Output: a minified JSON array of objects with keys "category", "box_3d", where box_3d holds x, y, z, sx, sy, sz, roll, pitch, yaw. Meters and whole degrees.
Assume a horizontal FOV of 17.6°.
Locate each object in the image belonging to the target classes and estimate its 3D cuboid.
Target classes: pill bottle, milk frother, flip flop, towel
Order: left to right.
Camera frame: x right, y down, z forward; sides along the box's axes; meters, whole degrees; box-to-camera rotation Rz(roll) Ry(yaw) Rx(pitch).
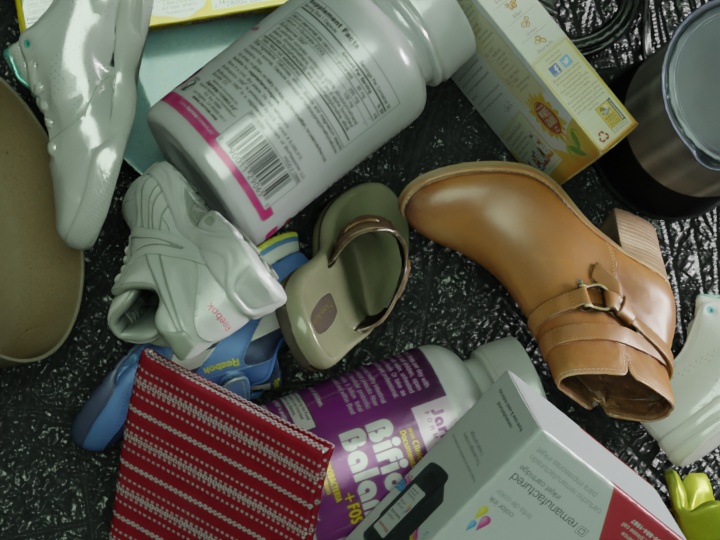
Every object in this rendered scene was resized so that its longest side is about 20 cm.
[{"category":"towel","box_3d":[-0.093,0.158,1.474,0.144,0.201,0.022,25,35,19]},{"category":"pill bottle","box_3d":[-0.029,-0.117,1.509,0.200,0.113,0.114,-38,89,-11]},{"category":"flip flop","box_3d":[0.000,0.000,1.513,0.057,0.200,0.081,-25,102,26]},{"category":"pill bottle","box_3d":[0.022,0.115,1.529,0.199,0.112,0.113,-21,86,-9]},{"category":"milk frother","box_3d":[0.198,-0.145,1.543,0.199,0.188,0.182,16,80,-6]}]

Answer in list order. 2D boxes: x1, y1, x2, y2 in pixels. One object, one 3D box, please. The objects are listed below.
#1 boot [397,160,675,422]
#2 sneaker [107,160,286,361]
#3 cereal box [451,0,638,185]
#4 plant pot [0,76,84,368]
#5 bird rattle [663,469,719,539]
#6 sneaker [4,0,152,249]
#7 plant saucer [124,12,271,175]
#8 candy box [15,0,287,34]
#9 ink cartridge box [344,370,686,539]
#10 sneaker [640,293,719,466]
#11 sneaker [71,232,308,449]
[{"category":"boot","box_3d":[0.121,0.015,1.532,0.199,0.074,0.155,12,48,-15]},{"category":"sneaker","box_3d":[-0.126,-0.003,1.464,0.099,0.200,0.078,-39,116,-6]},{"category":"cereal box","box_3d":[0.091,-0.150,1.553,0.039,0.144,0.200,-38,90,-13]},{"category":"plant pot","box_3d":[-0.287,-0.022,1.484,0.134,0.200,0.202,-17,85,25]},{"category":"bird rattle","box_3d":[0.160,0.209,1.564,0.163,0.113,0.200,37,93,10]},{"category":"sneaker","box_3d":[-0.187,-0.117,1.496,0.088,0.075,0.201,9,90,-9]},{"category":"plant saucer","box_3d":[-0.090,-0.142,1.582,0.200,0.039,0.202,1,83,-8]},{"category":"candy box","box_3d":[-0.135,-0.211,1.551,0.199,0.026,0.103,-10,84,-8]},{"category":"ink cartridge box","box_3d":[0.083,0.189,1.465,0.146,0.083,0.200,38,102,-25]},{"category":"sneaker","box_3d":[0.270,0.043,1.596,0.199,0.075,0.089,-34,73,-11]},{"category":"sneaker","box_3d":[-0.101,0.061,1.533,0.200,0.074,0.082,-38,91,-9]}]
